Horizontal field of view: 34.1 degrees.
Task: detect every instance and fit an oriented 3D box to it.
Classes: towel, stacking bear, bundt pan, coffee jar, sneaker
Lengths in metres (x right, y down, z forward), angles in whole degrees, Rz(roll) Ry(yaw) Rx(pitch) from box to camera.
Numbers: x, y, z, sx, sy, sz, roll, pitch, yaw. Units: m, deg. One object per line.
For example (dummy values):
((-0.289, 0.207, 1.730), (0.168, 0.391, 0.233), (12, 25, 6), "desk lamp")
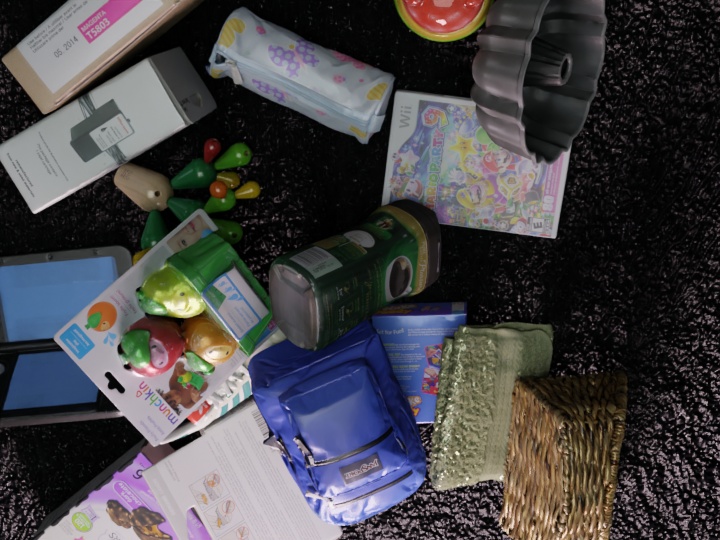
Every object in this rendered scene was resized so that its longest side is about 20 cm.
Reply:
((0.150, 0.154, 1.342), (0.148, 0.036, 0.200), (-1, 107, -29), "towel")
((0.084, -0.283, 1.170), (0.121, 0.200, 0.114), (8, 107, 3), "stacking bear")
((0.176, -0.212, 1.198), (0.076, 0.202, 0.202), (17, 109, 30), "bundt pan")
((0.000, 0.000, 1.262), (0.085, 0.200, 0.104), (29, 133, 37), "coffee jar")
((-0.160, 0.135, 1.337), (0.200, 0.093, 0.070), (-35, 101, 22), "sneaker")

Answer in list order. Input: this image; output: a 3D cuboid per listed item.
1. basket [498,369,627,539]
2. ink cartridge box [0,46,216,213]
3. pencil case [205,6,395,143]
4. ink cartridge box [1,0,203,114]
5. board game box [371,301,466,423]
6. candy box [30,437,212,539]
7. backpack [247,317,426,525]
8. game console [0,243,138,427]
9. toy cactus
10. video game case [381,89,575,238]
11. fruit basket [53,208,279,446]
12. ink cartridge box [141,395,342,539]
((0.256, 0.225, 1.310), (0.149, 0.143, 0.200), (-2, 106, -20), "basket")
((-0.271, -0.155, 1.270), (0.200, 0.147, 0.083), (-27, 101, 11), "ink cartridge box")
((-0.063, -0.209, 1.264), (0.200, 0.091, 0.083), (23, 107, -3), "pencil case")
((-0.255, -0.261, 1.228), (0.200, 0.165, 0.075), (-35, 100, 13), "ink cartridge box")
((0.027, 0.109, 1.370), (0.200, 0.045, 0.135), (-1, 106, 6), "board game box")
((-0.276, 0.325, 1.447), (0.200, 0.072, 0.168), (-39, 100, 14), "candy box")
((-0.022, 0.177, 1.278), (0.162, 0.168, 0.200), (-21, 111, 1), "backpack")
((-0.360, 0.077, 1.365), (0.200, 0.176, 0.117), (-6, 134, 7), "game console")
((-0.208, -0.069, 1.311), (0.165, 0.102, 0.200), (29, 94, 17), "toy cactus")
((0.129, -0.118, 1.310), (0.200, 0.018, 0.143), (8, 107, 3), "video game case")
((-0.189, 0.064, 1.232), (0.200, 0.094, 0.185), (-46, 126, -18), "fruit basket")
((-0.141, 0.271, 1.398), (0.176, 0.045, 0.200), (-29, 102, -15), "ink cartridge box")
